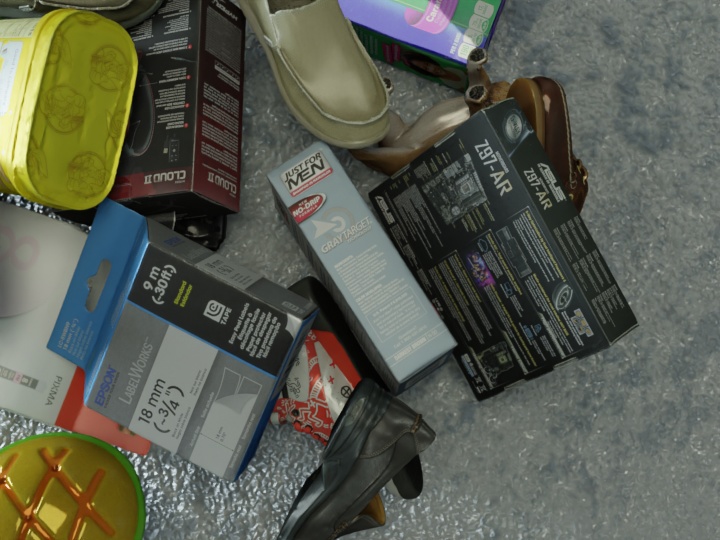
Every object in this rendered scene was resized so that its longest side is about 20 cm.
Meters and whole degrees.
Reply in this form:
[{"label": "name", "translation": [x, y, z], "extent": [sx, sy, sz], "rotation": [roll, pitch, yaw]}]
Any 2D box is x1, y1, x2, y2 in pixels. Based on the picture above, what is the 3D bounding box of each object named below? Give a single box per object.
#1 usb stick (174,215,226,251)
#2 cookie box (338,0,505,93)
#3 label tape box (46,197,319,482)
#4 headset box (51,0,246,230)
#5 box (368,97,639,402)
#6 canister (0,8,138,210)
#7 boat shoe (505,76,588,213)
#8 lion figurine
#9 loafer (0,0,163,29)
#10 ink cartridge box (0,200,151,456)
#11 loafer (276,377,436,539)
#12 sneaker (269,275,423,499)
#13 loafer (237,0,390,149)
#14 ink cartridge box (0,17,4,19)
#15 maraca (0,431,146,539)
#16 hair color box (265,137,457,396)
[{"label": "usb stick", "translation": [-0.141, -0.118, 0.970], "extent": [0.054, 0.033, 0.204], "rotation": [3, 77, -6]}, {"label": "cookie box", "translation": [0.037, -0.278, 0.984], "extent": [0.197, 0.075, 0.173], "rotation": [21, 79, 5]}, {"label": "label tape box", "translation": [-0.152, 0.052, 0.853], "extent": [0.198, 0.063, 0.146], "rotation": [26, 104, 5]}, {"label": "headset box", "translation": [-0.178, -0.125, 0.922], "extent": [0.146, 0.075, 0.204], "rotation": [-6, 76, 26]}, {"label": "box", "translation": [0.107, -0.011, 0.873], "extent": [0.043, 0.160, 0.202], "rotation": [-26, 85, -40]}, {"label": "canister", "translation": [-0.282, -0.133, 0.891], "extent": [0.198, 0.086, 0.151], "rotation": [9, 87, 40]}, {"label": "boat shoe", "translation": [0.152, -0.067, 0.901], "extent": [0.069, 0.203, 0.071], "rotation": [-10, 35, -13]}, {"label": "lion figurine", "translation": [0.071, -0.120, 0.949], "extent": [0.197, 0.123, 0.074], "rotation": [-10, 62, 14]}, {"label": "loafer", "translation": [-0.253, -0.240, 0.884], "extent": [0.196, 0.070, 0.077], "rotation": [2, 77, 7]}, {"label": "ink cartridge box", "translation": [-0.251, 0.047, 0.926], "extent": [0.197, 0.057, 0.165], "rotation": [17, 78, 8]}, {"label": "loafer", "translation": [-0.013, 0.183, 0.852], "extent": [0.072, 0.073, 0.202], "rotation": [28, 116, 0]}, {"label": "sneaker", "translation": [-0.035, 0.115, 0.909], "extent": [0.107, 0.067, 0.203], "rotation": [-29, 94, 15]}, {"label": "loafer", "translation": [-0.041, -0.187, 0.883], "extent": [0.075, 0.068, 0.201], "rotation": [-29, 75, -20]}, {"label": "ink cartridge box", "translation": [-0.414, -0.304, 0.981], "extent": [0.143, 0.084, 0.202], "rotation": [-30, 80, -7]}, {"label": "maraca", "translation": [-0.267, 0.203, 0.860], "extent": [0.197, 0.107, 0.139], "rotation": [-13, 71, -3]}, {"label": "hair color box", "translation": [0.000, 0.000, 0.911], "extent": [0.060, 0.099, 0.201], "rotation": [-32, 80, -7]}]
